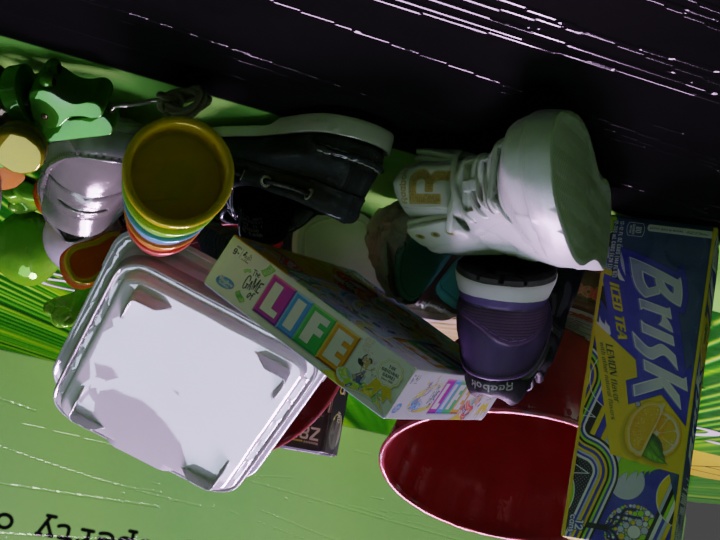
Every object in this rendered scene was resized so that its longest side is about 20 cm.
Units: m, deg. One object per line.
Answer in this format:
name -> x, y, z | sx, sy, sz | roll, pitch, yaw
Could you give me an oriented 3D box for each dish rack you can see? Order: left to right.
dish rack -> -0.124, 0.076, 1.038 | 0.171, 0.044, 0.200 | 28, 133, -8

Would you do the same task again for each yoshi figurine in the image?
yoshi figurine -> -0.242, -0.020, 1.175 | 0.112, 0.113, 0.200 | 30, 168, -11

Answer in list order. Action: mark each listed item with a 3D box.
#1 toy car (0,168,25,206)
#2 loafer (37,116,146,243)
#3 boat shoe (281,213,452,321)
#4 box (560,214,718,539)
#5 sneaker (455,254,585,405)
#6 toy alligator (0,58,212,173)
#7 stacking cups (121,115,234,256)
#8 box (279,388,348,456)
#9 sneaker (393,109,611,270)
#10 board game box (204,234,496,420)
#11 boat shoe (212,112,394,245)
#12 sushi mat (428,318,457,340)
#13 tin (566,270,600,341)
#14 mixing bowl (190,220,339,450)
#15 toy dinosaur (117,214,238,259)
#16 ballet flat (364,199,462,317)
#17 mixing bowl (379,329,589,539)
toy car -> -0.316, -0.040, 1.068 | 0.199, 0.185, 0.177 | -21, 162, 12
loafer -> -0.171, -0.056, 0.953 | 0.070, 0.070, 0.200 | 11, 171, -11
boat shoe -> 0.000, 0.000, 1.100 | 0.060, 0.074, 0.200 | -3, 172, 36
box -> 0.174, 0.072, 0.919 | 0.070, 0.201, 0.064 | 7, 169, 16
sneaker -> 0.095, 0.026, 0.931 | 0.075, 0.088, 0.200 | 8, -166, 18
toy alligator -> -0.182, -0.094, 0.833 | 0.199, 0.059, 0.054 | -11, 128, 20
stacking cups -> -0.113, -0.045, 0.876 | 0.060, 0.061, 0.200 | 13, 174, -9
box -> -0.104, 0.070, 1.334 | 0.199, 0.162, 0.049 | 7, 169, 17
sneaker -> 0.068, -0.038, 0.796 | 0.115, 0.074, 0.200 | 5, 170, 15
board game box -> 0.004, 0.040, 0.910 | 0.134, 0.034, 0.200 | 36, -173, 19
boat shoe -> -0.053, -0.047, 0.892 | 0.074, 0.066, 0.199 | 18, 168, -37
sushi mat -> 0.075, 0.053, 1.211 | 0.199, 0.012, 0.096 | 4, 160, 42
tin -> 0.140, 0.032, 1.157 | 0.111, 0.042, 0.200 | 17, 165, -13
mixing bowl -> -0.116, 0.041, 1.188 | 0.199, 0.201, 0.108 | 15, -166, -23
toy dinosaur -> -0.095, 0.012, 1.098 | 0.105, 0.182, 0.200 | -36, 172, 12
ballet flat -> 0.037, -0.011, 1.014 | 0.071, 0.072, 0.200 | 7, 169, 20
mixing bowl -> 0.121, 0.108, 1.095 | 0.199, 0.109, 0.201 | 9, 146, 6
